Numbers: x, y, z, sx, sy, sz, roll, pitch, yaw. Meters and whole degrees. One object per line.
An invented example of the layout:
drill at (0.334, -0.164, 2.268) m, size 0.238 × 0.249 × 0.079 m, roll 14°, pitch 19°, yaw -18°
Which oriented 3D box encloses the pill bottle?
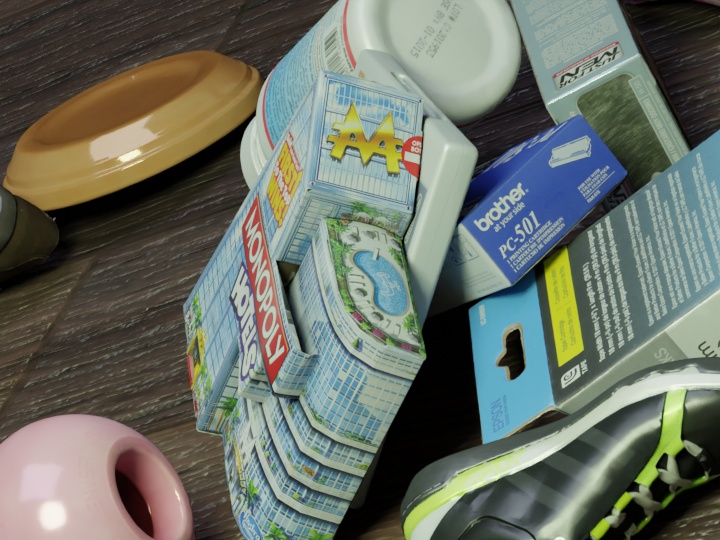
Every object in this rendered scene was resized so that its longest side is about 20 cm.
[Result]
pill bottle at (0.005, -0.101, 1.711) m, size 0.109 × 0.109 × 0.200 m, roll -50°, pitch 6°, yaw -34°

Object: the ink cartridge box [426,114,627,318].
ink cartridge box at (0.060, -0.021, 1.554) m, size 0.094 × 0.044 × 0.200 m, roll -42°, pitch 7°, yaw -22°

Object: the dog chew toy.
dog chew toy at (-0.183, 0.158, 1.508) m, size 0.200 × 0.125 × 0.125 m, roll -30°, pitch 23°, yaw 27°

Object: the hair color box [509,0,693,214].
hair color box at (0.137, -0.105, 1.625) m, size 0.060 × 0.099 × 0.200 m, roll -27°, pitch 25°, yaw 9°

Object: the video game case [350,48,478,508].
video game case at (0.000, 0.000, 1.539) m, size 0.182 × 0.023 × 0.201 m, roll -125°, pitch 50°, yaw -66°

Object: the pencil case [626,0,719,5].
pencil case at (0.205, -0.194, 1.734) m, size 0.087 × 0.088 × 0.200 m, roll -40°, pitch 26°, yaw -16°

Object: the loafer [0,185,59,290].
loafer at (-0.275, -0.003, 1.997) m, size 0.200 × 0.071 × 0.073 m, roll -16°, pitch 60°, yaw 52°

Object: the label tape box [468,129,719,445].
label tape box at (0.152, 0.017, 1.414) m, size 0.200 × 0.063 × 0.144 m, roll -37°, pitch 22°, yaw 17°

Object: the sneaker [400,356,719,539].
sneaker at (0.110, 0.111, 1.322) m, size 0.199 × 0.072 × 0.083 m, roll -25°, pitch 49°, yaw 19°

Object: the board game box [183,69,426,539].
board game box at (-0.024, 0.012, 1.472) m, size 0.200 × 0.061 × 0.200 m, roll -102°, pitch 30°, yaw -52°

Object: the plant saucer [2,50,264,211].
plant saucer at (-0.162, -0.103, 2.022) m, size 0.199 × 0.038 × 0.200 m, roll -22°, pitch 17°, yaw 7°
